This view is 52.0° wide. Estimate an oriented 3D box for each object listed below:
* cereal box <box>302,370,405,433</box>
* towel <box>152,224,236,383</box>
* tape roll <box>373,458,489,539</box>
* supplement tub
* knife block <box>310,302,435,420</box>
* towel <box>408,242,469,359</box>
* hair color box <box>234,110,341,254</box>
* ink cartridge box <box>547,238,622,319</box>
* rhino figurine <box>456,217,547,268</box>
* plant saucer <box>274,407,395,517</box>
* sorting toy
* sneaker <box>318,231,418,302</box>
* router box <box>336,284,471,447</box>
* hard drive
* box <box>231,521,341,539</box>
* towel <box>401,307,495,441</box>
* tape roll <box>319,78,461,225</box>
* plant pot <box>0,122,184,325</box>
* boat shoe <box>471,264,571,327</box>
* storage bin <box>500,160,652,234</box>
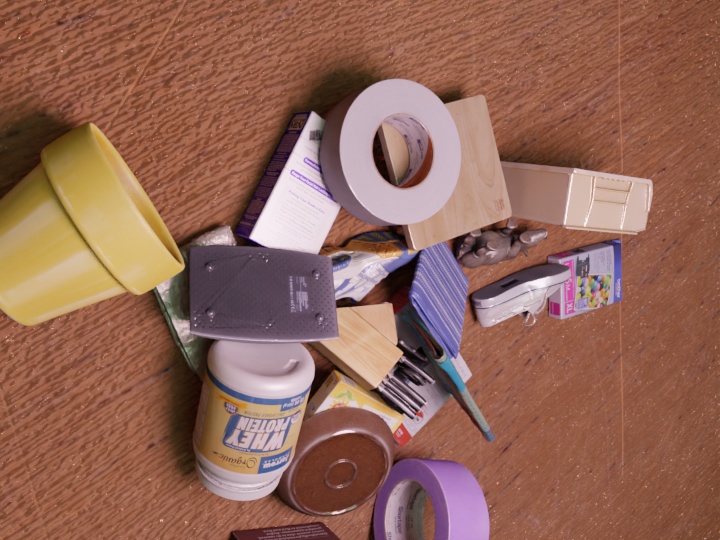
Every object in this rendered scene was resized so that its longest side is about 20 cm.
[{"bbox_3d":[-0.044,0.266,1.143,0.144,0.040,0.200,34,98,-31],"label":"cereal box"},{"bbox_3d":[-0.207,0.048,1.036,0.132,0.034,0.201,-29,114,-26],"label":"towel"},{"bbox_3d":[0.111,0.410,1.200,0.085,0.200,0.201,13,92,-32],"label":"tape roll"},{"bbox_3d":[-0.150,0.195,1.010,0.144,0.145,0.201,-1,118,-31],"label":"supplement tub"},{"bbox_3d":[0.006,0.141,1.100,0.199,0.064,0.176,-4,77,-14],"label":"knife block"},{"bbox_3d":[0.126,0.029,1.178,0.145,0.024,0.200,56,30,-26],"label":"towel"},{"bbox_3d":[-0.084,-0.115,1.064,0.109,0.065,0.201,30,85,-31],"label":"hair color box"},{"bbox_3d":[0.446,0.014,1.428,0.199,0.042,0.120,-14,106,-31],"label":"ink cartridge box"},{"bbox_3d":[0.248,-0.047,1.273,0.199,0.087,0.060,-10,67,-31],"label":"rhino figurine"},{"bbox_3d":[-0.034,0.300,1.121,0.199,0.034,0.201,-9,117,-19],"label":"plant saucer"},{"bbox_3d":[0.123,-0.154,1.168,0.198,0.070,0.201,-20,100,-27],"label":"sorting toy"},{"bbox_3d":[0.000,0.000,1.143,0.199,0.075,0.089,-15,123,-26],"label":"sneaker"},{"bbox_3d":[0.070,0.156,1.217,0.179,0.049,0.200,-42,117,-18],"label":"router box"},{"bbox_3d":[-0.132,0.036,0.991,0.199,0.042,0.135,4,64,-22],"label":"hard drive"},{"bbox_3d":[-0.103,0.514,1.109,0.165,0.164,0.201,6,96,-31],"label":"box"},{"bbox_3d":[0.134,0.162,1.135,0.022,0.147,0.200,-33,122,-3],"label":"towel"},{"bbox_3d":[0.044,-0.165,1.048,0.199,0.066,0.201,-1,92,-28],"label":"tape roll"},{"bbox_3d":[-0.337,-0.038,0.857,0.188,0.201,0.201,-32,115,-7],"label":"plant pot"},{"bbox_3d":[0.294,0.055,1.320,0.201,0.075,0.086,-21,111,-22],"label":"boat shoe"},{"bbox_3d":[0.349,-0.124,1.246,0.198,0.200,0.094,2,99,-32],"label":"storage bin"}]
